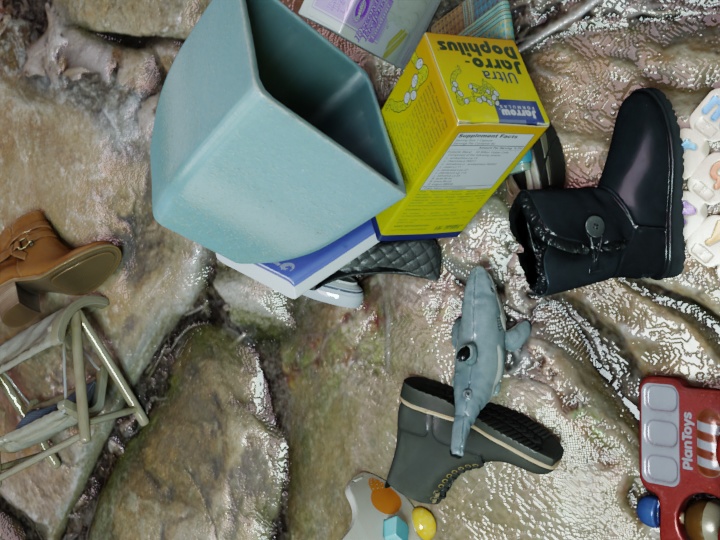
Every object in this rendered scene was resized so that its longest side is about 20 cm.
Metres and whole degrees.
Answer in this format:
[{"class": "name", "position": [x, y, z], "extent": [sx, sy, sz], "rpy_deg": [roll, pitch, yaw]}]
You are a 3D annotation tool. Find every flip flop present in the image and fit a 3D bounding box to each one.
[{"class": "flip flop", "position": [0.188, -0.079, 0.879], "extent": [0.057, 0.081, 0.204], "rpy_deg": [-6, 94, 38]}]

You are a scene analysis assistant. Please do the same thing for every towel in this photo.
[{"class": "towel", "position": [0.129, -0.194, 0.880], "extent": [0.146, 0.021, 0.204], "rpy_deg": [-12, 83, 64]}]

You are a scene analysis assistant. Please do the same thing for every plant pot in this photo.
[{"class": "plant pot", "position": [-0.105, -0.122, 0.795], "extent": [0.199, 0.195, 0.198], "rpy_deg": [-38, 45, 25]}]

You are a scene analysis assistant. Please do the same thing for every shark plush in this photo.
[{"class": "shark plush", "position": [0.112, 0.099, 0.869], "extent": [0.090, 0.084, 0.202], "rpy_deg": [14, 63, 29]}]

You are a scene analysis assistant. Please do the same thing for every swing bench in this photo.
[{"class": "swing bench", "position": [-0.435, 0.165, 1.129], "extent": [0.197, 0.129, 0.203], "rpy_deg": [-27, 80, 23]}]

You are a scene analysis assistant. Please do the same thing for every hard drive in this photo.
[{"class": "hard drive", "position": [-0.047, -0.047, 0.905], "extent": [0.131, 0.199, 0.026], "rpy_deg": [23, 134, 37]}]

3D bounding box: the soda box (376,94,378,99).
[{"class": "soda box", "position": [-0.067, -0.158, 0.975], "extent": [0.068, 0.064, 0.201], "rpy_deg": [32, 108, -26]}]

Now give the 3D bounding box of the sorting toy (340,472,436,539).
[{"class": "sorting toy", "position": [0.007, 0.356, 0.907], "extent": [0.105, 0.179, 0.204], "rpy_deg": [3, 93, 24]}]

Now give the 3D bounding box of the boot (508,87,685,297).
[{"class": "boot", "position": [0.233, -0.080, 0.805], "extent": [0.165, 0.076, 0.204], "rpy_deg": [-4, 89, -14]}]

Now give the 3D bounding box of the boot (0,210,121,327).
[{"class": "boot", "position": [-0.442, -0.026, 1.161], "extent": [0.198, 0.077, 0.157], "rpy_deg": [-33, 53, 10]}]

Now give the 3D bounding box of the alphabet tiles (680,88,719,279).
[{"class": "alphabet tiles", "position": [0.404, -0.086, 0.807], "extent": [0.200, 0.015, 0.197], "rpy_deg": [43, 110, 18]}]

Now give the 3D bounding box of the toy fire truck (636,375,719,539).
[{"class": "toy fire truck", "position": [0.355, 0.212, 0.799], "extent": [0.166, 0.111, 0.204], "rpy_deg": [1, 91, 48]}]

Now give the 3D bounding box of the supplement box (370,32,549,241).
[{"class": "supplement box", "position": [0.085, -0.131, 0.833], "extent": [0.200, 0.107, 0.111], "rpy_deg": [-54, 46, 52]}]

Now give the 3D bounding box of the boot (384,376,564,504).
[{"class": "boot", "position": [0.123, 0.221, 0.917], "extent": [0.198, 0.077, 0.141], "rpy_deg": [21, 104, 36]}]

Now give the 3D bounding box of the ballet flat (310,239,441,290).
[{"class": "ballet flat", "position": [0.000, 0.000, 0.922], "extent": [0.196, 0.066, 0.058], "rpy_deg": [-11, 84, -9]}]

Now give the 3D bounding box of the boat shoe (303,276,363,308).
[{"class": "boat shoe", "position": [-0.078, -0.019, 0.992], "extent": [0.198, 0.073, 0.068], "rpy_deg": [24, 103, 22]}]

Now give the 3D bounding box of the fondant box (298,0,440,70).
[{"class": "fondant box", "position": [0.028, -0.310, 0.870], "extent": [0.058, 0.199, 0.146], "rpy_deg": [32, 104, 20]}]
